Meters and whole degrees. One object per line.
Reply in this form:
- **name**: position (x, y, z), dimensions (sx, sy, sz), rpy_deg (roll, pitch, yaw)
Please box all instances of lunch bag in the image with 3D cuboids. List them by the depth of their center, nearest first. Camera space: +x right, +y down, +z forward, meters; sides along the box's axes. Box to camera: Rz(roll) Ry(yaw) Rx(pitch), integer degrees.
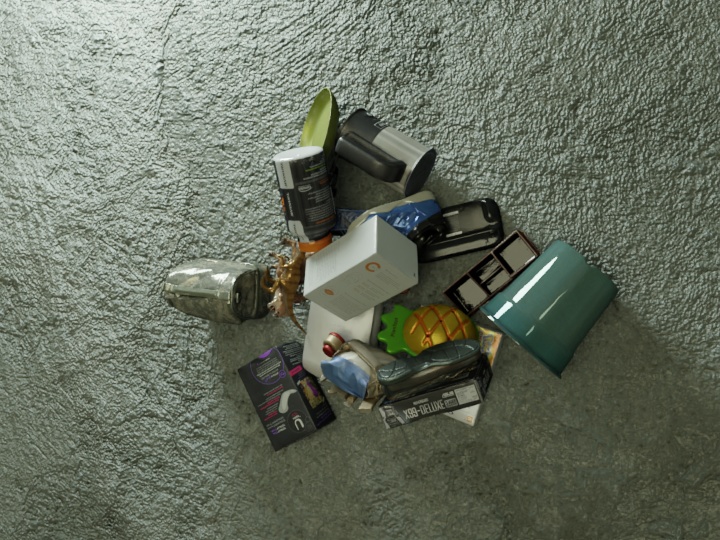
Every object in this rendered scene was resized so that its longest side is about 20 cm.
- **lunch bag**: position (-0.324, 0.045, 1.597), dimensions (0.198, 0.167, 0.141), rpy_deg (6, 92, 21)

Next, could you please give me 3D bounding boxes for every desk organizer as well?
- **desk organizer**: position (0.263, 0.008, 1.416), dimensions (0.200, 0.077, 0.072), rpy_deg (-42, 76, 16)

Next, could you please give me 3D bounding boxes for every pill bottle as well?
- **pill bottle**: position (-0.107, -0.140, 1.427), dimensions (0.105, 0.106, 0.202), rpy_deg (-2, 112, 21)

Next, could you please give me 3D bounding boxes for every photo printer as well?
- **photo printer**: position (-0.040, 0.145, 1.538), dimensions (0.165, 0.069, 0.202), rpy_deg (11, 94, 21)

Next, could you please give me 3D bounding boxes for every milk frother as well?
- **milk frother**: position (0.025, -0.200, 1.485), dimensions (0.187, 0.180, 0.201), rpy_deg (33, 135, 19)

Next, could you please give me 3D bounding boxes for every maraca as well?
- **maraca**: position (0.134, 0.124, 1.393), dimensions (0.198, 0.108, 0.138), rpy_deg (7, 50, 7)

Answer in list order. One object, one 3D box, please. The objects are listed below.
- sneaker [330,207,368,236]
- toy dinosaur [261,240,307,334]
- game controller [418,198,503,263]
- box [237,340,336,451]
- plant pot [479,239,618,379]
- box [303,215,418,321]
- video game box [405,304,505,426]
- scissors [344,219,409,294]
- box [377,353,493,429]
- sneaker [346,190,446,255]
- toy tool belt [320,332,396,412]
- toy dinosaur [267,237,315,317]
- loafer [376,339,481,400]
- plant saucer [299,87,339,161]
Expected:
- **sneaker**: position (-0.005, -0.100, 1.531), dimensions (0.198, 0.078, 0.071), rpy_deg (13, 92, -1)
- **toy dinosaur**: position (-0.156, 0.034, 1.504), dimensions (0.105, 0.060, 0.202), rpy_deg (8, 93, 1)
- **game controller**: position (0.195, -0.083, 1.469), dimensions (0.198, 0.042, 0.105), rpy_deg (-13, 71, 20)
- **box**: position (-0.163, 0.275, 1.566), dimensions (0.122, 0.106, 0.201), rpy_deg (-30, 80, 20)
- **plant pot**: position (0.362, 0.064, 1.327), dimensions (0.200, 0.200, 0.196), rpy_deg (43, 96, 16)
- **box**: position (0.000, 0.000, 1.398), dimensions (0.199, 0.124, 0.098), rpy_deg (-29, 43, 34)
- **video game box**: position (0.183, 0.194, 1.465), dimensions (0.181, 0.047, 0.202), rpy_deg (18, 97, 18)
- **scissors**: position (0.038, -0.032, 1.498), dimensions (0.073, 0.014, 0.201), rpy_deg (-21, 105, 20)
- **box**: position (0.149, 0.232, 1.368), dimensions (0.198, 0.158, 0.050), rpy_deg (-20, 95, 21)
- **sneaker**: position (0.078, -0.077, 1.438), dimensions (0.198, 0.077, 0.112), rpy_deg (-21, 64, -6)
- **toy tool belt**: position (-0.024, 0.201, 1.395), dimensions (0.199, 0.126, 0.123), rpy_deg (20, 53, 36)
- **toy dinosaur**: position (-0.134, 0.002, 1.569), dimensions (0.200, 0.086, 0.136), rpy_deg (-44, 75, 13)
- **loafer**: position (0.131, 0.184, 1.311), dimensions (0.198, 0.072, 0.063), rpy_deg (-18, 115, 2)
- **plant saucer**: position (-0.088, -0.290, 1.520), dimensions (0.031, 0.200, 0.202), rpy_deg (12, 96, -21)
